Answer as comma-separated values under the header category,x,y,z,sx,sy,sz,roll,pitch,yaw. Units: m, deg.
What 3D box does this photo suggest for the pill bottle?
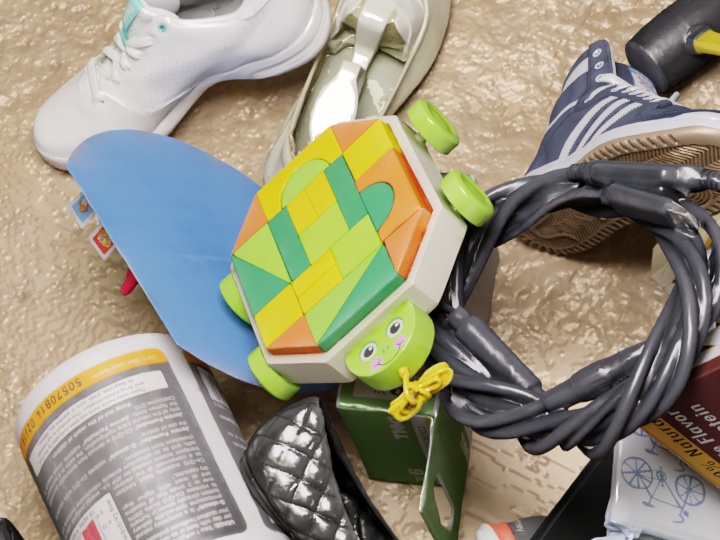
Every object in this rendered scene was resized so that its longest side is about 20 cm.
category,x,y,z,sx,sy,sz,roll,pitch,yaw
pill bottle,-0.101,0.142,1.612,0.116,0.116,0.200,-26,62,-3

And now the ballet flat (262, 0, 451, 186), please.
category,x,y,z,sx,sy,sz,roll,pitch,yaw
ballet flat,0.002,-0.120,1.750,0.069,0.069,0.200,17,69,18

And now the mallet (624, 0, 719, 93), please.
category,x,y,z,sx,sy,sz,roll,pitch,yaw
mallet,0.210,-0.116,1.665,0.066,0.041,0.200,-35,21,-5

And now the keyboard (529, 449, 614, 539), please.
category,x,y,z,sx,sy,sz,roll,pitch,yaw
keyboard,0.168,0.129,1.597,0.104,0.040,0.200,35,55,11

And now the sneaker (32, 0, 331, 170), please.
category,x,y,z,sx,sy,sz,roll,pitch,yaw
sneaker,-0.121,-0.131,1.746,0.200,0.088,0.075,-28,55,18

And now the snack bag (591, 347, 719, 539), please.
category,x,y,z,sx,sy,sz,roll,pitch,yaw
snack bag,0.209,0.152,1.555,0.189,0.021,0.200,16,64,-16

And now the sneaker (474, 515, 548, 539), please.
category,x,y,z,sx,sy,sz,roll,pitch,yaw
sneaker,0.128,0.208,1.565,0.082,0.077,0.200,-19,63,-7

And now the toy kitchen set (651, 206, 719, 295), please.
category,x,y,z,sx,sy,sz,roll,pitch,yaw
toy kitchen set,0.293,-0.039,1.666,0.163,0.180,0.200,43,113,-13

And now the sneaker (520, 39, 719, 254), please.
category,x,y,z,sx,sy,sz,roll,pitch,yaw
sneaker,0.160,-0.082,1.651,0.070,0.200,0.109,36,62,-20

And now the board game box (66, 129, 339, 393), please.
category,x,y,z,sx,sy,sz,roll,pitch,yaw
board game box,-0.089,0.005,1.684,0.039,0.158,0.200,-49,60,28

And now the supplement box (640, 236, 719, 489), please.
category,x,y,z,sx,sy,sz,roll,pitch,yaw
supplement box,0.280,0.052,1.489,0.197,0.200,0.133,37,58,-13

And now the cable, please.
category,x,y,z,sx,sy,sz,roll,pitch,yaw
cable,0.106,0.019,1.531,0.200,0.051,0.163,5,71,42

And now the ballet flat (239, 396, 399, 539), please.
category,x,y,z,sx,sy,sz,roll,pitch,yaw
ballet flat,0.015,0.155,1.582,0.057,0.066,0.200,-42,91,18

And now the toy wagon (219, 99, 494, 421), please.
category,x,y,z,sx,sy,sz,roll,pitch,yaw
toy wagon,0.000,0.000,1.571,0.155,0.040,0.200,-42,36,15

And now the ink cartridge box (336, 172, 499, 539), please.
category,x,y,z,sx,sy,sz,roll,pitch,yaw
ink cartridge box,0.029,0.055,1.639,0.059,0.104,0.200,4,65,12

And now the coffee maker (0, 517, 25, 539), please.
category,x,y,z,sx,sy,sz,roll,pitch,yaw
coffee maker,-0.230,0.256,1.572,0.200,0.135,0.192,-30,64,-4
